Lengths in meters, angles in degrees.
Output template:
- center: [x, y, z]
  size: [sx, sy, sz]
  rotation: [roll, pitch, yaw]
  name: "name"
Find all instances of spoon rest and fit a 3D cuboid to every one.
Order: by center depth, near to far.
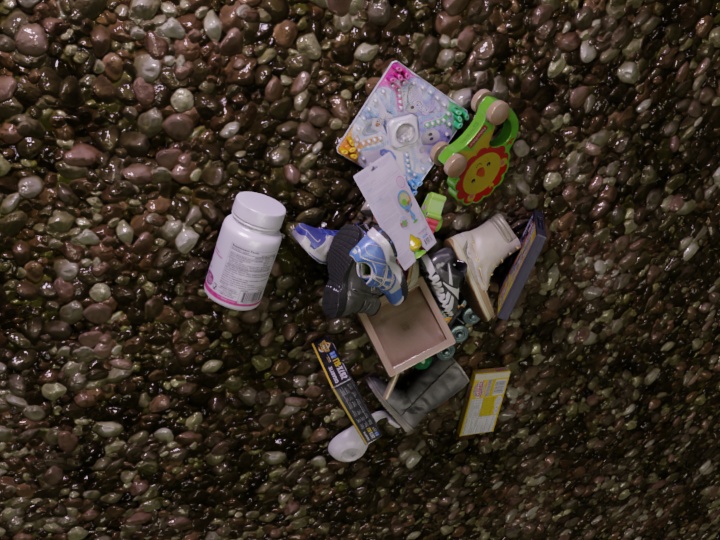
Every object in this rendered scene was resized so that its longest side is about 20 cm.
- center: [0.007, 0.402, 1.714]
  size: [0.200, 0.061, 0.099]
  rotation: [-37, 126, 20]
  name: "spoon rest"

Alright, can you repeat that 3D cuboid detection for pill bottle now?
- center: [-0.213, -0.037, 1.315]
  size: [0.113, 0.113, 0.201]
  rotation: [10, 115, -26]
  name: "pill bottle"

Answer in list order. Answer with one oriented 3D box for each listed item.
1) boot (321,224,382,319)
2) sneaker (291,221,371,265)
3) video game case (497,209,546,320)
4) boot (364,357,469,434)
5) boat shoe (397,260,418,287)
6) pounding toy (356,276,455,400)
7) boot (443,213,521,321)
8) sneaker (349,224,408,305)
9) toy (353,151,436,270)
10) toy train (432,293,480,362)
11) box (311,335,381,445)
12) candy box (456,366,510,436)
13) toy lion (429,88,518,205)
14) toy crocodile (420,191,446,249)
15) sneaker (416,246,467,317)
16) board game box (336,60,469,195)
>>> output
- center: [0.000, 0.000, 1.377]
  size: [0.130, 0.068, 0.201]
  rotation: [-7, 120, -41]
  name: "boot"
- center: [-0.036, -0.059, 1.401]
  size: [0.199, 0.081, 0.115]
  rotation: [33, 97, -37]
  name: "sneaker"
- center: [0.346, -0.014, 1.515]
  size: [0.025, 0.181, 0.201]
  rotation: [22, 114, 3]
  name: "video game case"
- center: [0.134, 0.260, 1.654]
  size: [0.200, 0.073, 0.182]
  rotation: [-43, 100, -4]
  name: "boot"
- center: [0.081, -0.058, 1.407]
  size: [0.074, 0.066, 0.201]
  rotation: [-6, 99, 18]
  name: "boat shoe"
- center: [0.091, 0.150, 1.508]
  size: [0.183, 0.142, 0.201]
  rotation: [-26, 83, -4]
  name: "pounding toy"
- center: [0.282, -0.006, 1.518]
  size: [0.154, 0.072, 0.201]
  rotation: [-27, 99, -16]
  name: "boot"
- center: [0.033, 0.001, 1.322]
  size: [0.077, 0.076, 0.200]
  rotation: [-36, 136, -11]
  name: "sneaker"
- center: [0.059, -0.109, 1.340]
  size: [0.115, 0.047, 0.201]
  rotation: [-39, 102, -39]
  name: "toy"
- center: [0.186, 0.115, 1.588]
  size: [0.114, 0.085, 0.201]
  rotation: [27, 107, -22]
  name: "toy train"
- center: [-0.030, 0.260, 1.540]
  size: [0.049, 0.160, 0.201]
  rotation: [-27, 127, -2]
  name: "box"
- center: [0.314, 0.337, 1.804]
  size: [0.102, 0.026, 0.201]
  rotation: [-1, 120, -18]
  name: "candy box"
- center: [0.241, -0.229, 1.395]
  size: [0.200, 0.069, 0.191]
  rotation: [-51, 140, 12]
  name: "toy lion"
- center: [0.119, -0.069, 1.457]
  size: [0.067, 0.062, 0.201]
  rotation: [18, 111, -29]
  name: "toy crocodile"
- center: [0.187, 0.023, 1.457]
  size: [0.090, 0.067, 0.200]
  rotation: [-28, 136, 2]
  name: "sneaker"
- center: [0.085, -0.264, 1.347]
  size: [0.199, 0.026, 0.200]
  rotation: [26, 108, -31]
  name: "board game box"
